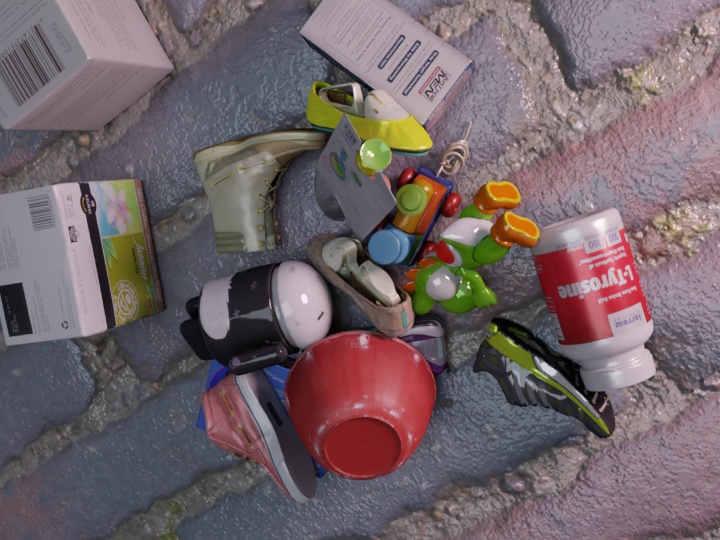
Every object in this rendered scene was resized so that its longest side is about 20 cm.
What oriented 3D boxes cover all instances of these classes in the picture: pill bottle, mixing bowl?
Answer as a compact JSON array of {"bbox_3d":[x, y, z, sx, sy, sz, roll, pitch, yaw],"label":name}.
[{"bbox_3d":[0.279,0.035,1.019,0.112,0.112,0.201,-17,92,19],"label":"pill bottle"},{"bbox_3d":[0.001,0.189,1.079,0.199,0.109,0.201,-1,119,-1],"label":"mixing bowl"}]

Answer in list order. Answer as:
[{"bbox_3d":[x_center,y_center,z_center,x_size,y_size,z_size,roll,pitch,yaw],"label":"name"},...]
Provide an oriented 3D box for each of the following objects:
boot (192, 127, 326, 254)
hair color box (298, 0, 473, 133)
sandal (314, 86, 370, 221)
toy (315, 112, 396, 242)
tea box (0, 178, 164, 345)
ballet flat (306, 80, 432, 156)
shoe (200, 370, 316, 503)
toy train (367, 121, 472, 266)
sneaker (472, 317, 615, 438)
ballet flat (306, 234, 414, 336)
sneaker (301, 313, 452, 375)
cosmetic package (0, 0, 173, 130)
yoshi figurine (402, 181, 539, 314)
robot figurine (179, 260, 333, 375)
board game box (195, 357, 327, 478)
[{"bbox_3d":[-0.124,-0.105,1.153,0.199,0.072,0.155,-10,94,24],"label":"boot"},{"bbox_3d":[0.033,-0.272,1.074,0.200,0.061,0.100,39,94,10],"label":"hair color box"},{"bbox_3d":[-0.010,-0.160,1.121,0.075,0.045,0.201,27,105,12],"label":"sandal"},{"bbox_3d":[0.005,-0.112,1.027,0.047,0.200,0.115,-29,87,-12],"label":"toy"},{"bbox_3d":[-0.392,-0.017,1.186,0.133,0.197,0.201,-7,96,19],"label":"tea box"},{"bbox_3d":[0.005,-0.191,1.045,0.200,0.067,0.067,24,123,41],"label":"ballet flat"},{"bbox_3d":[-0.140,0.232,1.161,0.091,0.071,0.201,-31,82,21],"label":"shoe"},{"bbox_3d":[0.077,-0.097,1.064,0.084,0.116,0.201,30,106,12],"label":"toy train"},{"bbox_3d":[0.230,0.145,1.081,0.200,0.074,0.081,39,117,16],"label":"sneaker"},{"bbox_3d":[0.000,0.000,1.101,0.068,0.067,0.200,-35,58,-22],"label":"ballet flat"},{"bbox_3d":[0.020,0.120,1.139,0.199,0.074,0.088,-12,99,19],"label":"sneaker"},{"bbox_3d":[-0.394,-0.298,1.145,0.165,0.200,0.165,-31,88,19],"label":"cosmetic package"},{"bbox_3d":[0.139,-0.012,1.057,0.112,0.112,0.200,41,128,-1],"label":"yoshi figurine"},{"bbox_3d":[-0.134,0.060,1.135,0.199,0.125,0.151,-14,80,14],"label":"robot figurine"},{"bbox_3d":[-0.122,0.189,1.207,0.199,0.045,0.135,19,103,15],"label":"board game box"}]
